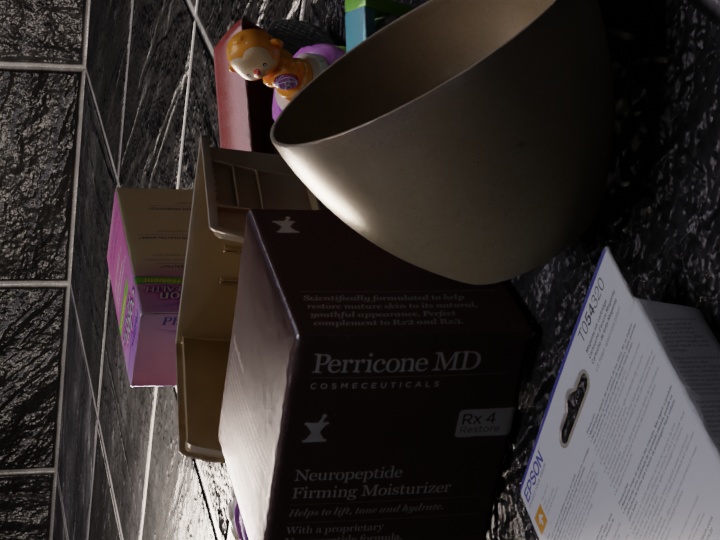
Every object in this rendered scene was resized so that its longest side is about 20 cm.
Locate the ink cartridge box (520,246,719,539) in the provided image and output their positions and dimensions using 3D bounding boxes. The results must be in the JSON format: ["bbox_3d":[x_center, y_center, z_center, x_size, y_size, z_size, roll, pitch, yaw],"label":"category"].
[{"bbox_3d":[0.151,0.124,0.807,0.201,0.043,0.197,-106,23,-47],"label":"ink cartridge box"}]

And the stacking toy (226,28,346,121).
[{"bbox_3d":[-0.018,-0.119,1.069,0.116,0.199,0.111,-23,60,32],"label":"stacking toy"}]

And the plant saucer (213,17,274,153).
[{"bbox_3d":[-0.097,-0.122,1.442,0.200,0.036,0.202,-8,-87,-81],"label":"plant saucer"}]

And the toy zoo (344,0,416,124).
[{"bbox_3d":[0.042,-0.108,1.017,0.020,0.131,0.202,-10,79,41],"label":"toy zoo"}]

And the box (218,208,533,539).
[{"bbox_3d":[0.002,0.083,1.073,0.165,0.164,0.201,-115,30,-55],"label":"box"}]

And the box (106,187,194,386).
[{"bbox_3d":[-0.153,0.014,1.548,0.201,0.174,0.097,-112,28,-48],"label":"box"}]

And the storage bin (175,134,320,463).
[{"bbox_3d":[-0.094,0.024,1.258,0.199,0.093,0.202,-105,23,-62],"label":"storage bin"}]

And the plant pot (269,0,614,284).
[{"bbox_3d":[0.067,-0.073,0.887,0.135,0.200,0.200,57,171,-19],"label":"plant pot"}]

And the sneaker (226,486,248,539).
[{"bbox_3d":[-0.075,0.213,1.475,0.084,0.080,0.201,52,143,44],"label":"sneaker"}]

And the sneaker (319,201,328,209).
[{"bbox_3d":[0.000,-0.001,1.245,0.115,0.080,0.201,-122,41,-66],"label":"sneaker"}]

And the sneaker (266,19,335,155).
[{"bbox_3d":[-0.054,-0.134,1.396,0.105,0.075,0.201,113,147,-41],"label":"sneaker"}]
